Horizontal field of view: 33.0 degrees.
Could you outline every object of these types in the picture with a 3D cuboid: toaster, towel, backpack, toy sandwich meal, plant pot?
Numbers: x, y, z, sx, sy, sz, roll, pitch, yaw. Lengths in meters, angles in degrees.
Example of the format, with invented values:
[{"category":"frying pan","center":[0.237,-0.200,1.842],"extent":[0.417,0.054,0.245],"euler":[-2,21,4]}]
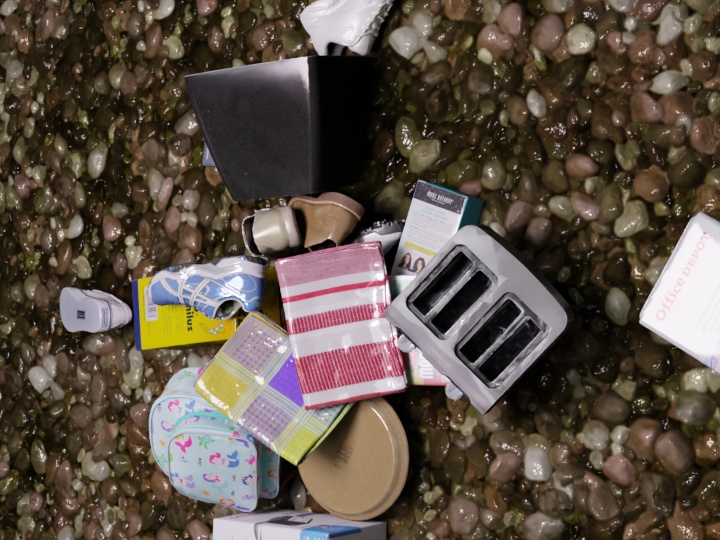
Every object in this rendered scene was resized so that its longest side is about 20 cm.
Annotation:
[{"category":"toaster","center":[0.151,0.053,1.476],"extent":[0.181,0.119,0.200],"euler":[45,99,8]},{"category":"towel","center":[-0.115,0.155,1.621],"extent":[0.199,0.023,0.144],"euler":[35,71,23]},{"category":"backpack","center":[-0.199,0.233,1.701],"extent":[0.198,0.151,0.179],"euler":[15,126,14]},{"category":"toy sandwich meal","center":[-0.006,0.238,1.663],"extent":[0.204,0.070,0.207],"euler":[1,92,33]},{"category":"towel","center":[-0.024,0.071,1.576],"extent":[0.143,0.023,0.202],"euler":[-11,90,5]},{"category":"plant pot","center":[-0.098,-0.193,1.668],"extent":[0.198,0.199,0.179],"euler":[-5,97,24]}]

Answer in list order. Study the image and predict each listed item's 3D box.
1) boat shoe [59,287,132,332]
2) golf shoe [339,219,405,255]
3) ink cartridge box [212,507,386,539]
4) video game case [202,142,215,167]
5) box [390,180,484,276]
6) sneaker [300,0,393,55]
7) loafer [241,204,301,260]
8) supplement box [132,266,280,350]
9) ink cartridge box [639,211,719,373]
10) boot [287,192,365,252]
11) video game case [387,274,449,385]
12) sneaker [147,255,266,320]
[{"category":"boat shoe","center":[-0.431,0.068,1.968],"extent":[0.199,0.065,0.074],"euler":[16,105,55]},{"category":"golf shoe","center":[0.000,0.000,1.672],"extent":[0.200,0.077,0.095],"euler":[-34,78,37]},{"category":"ink cartridge box","center":[-0.084,0.381,1.658],"extent":[0.199,0.145,0.085],"euler":[-1,87,35]},{"category":"video game case","center":[-0.151,-0.219,1.816],"extent":[0.199,0.019,0.144],"euler":[9,93,36]},{"category":"box","center":[0.092,-0.011,1.614],"extent":[0.082,0.049,0.202],"euler":[22,100,33]},{"category":"sneaker","center":[0.009,-0.353,1.685],"extent":[0.199,0.078,0.100],"euler":[-26,79,41]},{"category":"loafer","center":[-0.133,-0.054,1.706],"extent":[0.200,0.068,0.076],"euler":[155,104,-76]},{"category":"supplement box","center":[-0.229,0.057,1.799],"extent":[0.199,0.108,0.111],"euler":[-9,83,34]},{"category":"ink cartridge box","center":[0.436,0.045,1.349],"extent":[0.200,0.083,0.147],"euler":[35,107,31]},{"category":"boot","center":[-0.066,-0.058,1.667],"extent":[0.076,0.073,0.200],"euler":[-65,20,-12]},{"category":"video game case","center":[0.049,0.078,1.595],"extent":[0.198,0.017,0.144],"euler":[-2,90,29]},{"category":"sneaker","center":[-0.217,0.031,1.681],"extent":[0.199,0.075,0.078],"euler":[-11,77,34]}]
